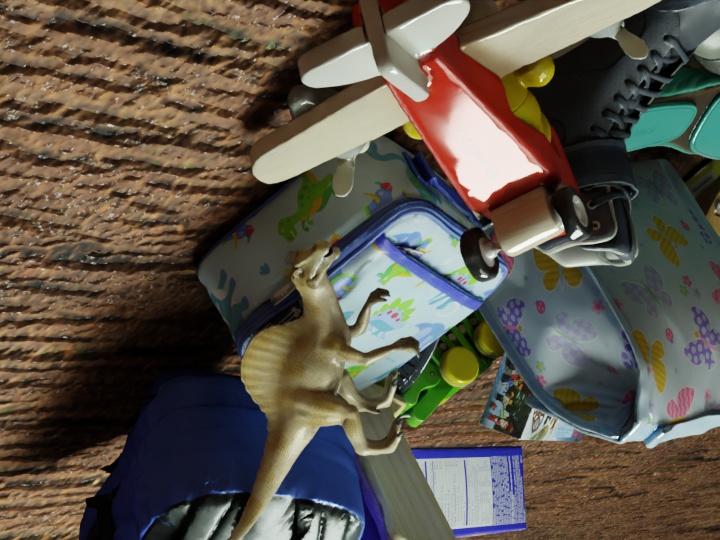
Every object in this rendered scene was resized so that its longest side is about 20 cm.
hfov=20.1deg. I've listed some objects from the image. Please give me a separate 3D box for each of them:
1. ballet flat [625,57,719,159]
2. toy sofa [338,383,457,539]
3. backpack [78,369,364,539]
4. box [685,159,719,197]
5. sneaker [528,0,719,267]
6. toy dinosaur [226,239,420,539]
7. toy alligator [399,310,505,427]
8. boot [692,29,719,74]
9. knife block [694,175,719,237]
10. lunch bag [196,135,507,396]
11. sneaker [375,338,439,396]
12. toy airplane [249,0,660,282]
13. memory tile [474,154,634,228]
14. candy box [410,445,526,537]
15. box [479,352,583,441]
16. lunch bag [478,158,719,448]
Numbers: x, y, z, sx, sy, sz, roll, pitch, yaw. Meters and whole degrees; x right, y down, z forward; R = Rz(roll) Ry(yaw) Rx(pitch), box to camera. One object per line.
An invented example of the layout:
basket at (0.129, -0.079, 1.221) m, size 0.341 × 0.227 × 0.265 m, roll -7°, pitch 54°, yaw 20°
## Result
ballet flat at (0.213, -0.117, 1.370) m, size 0.199 × 0.071 × 0.068 m, roll -3°, pitch 138°, yaw -40°
toy sofa at (0.004, 0.159, 1.377) m, size 0.097 × 0.201 × 0.083 m, roll 27°, pitch 113°, yaw -38°
backpack at (-0.095, 0.146, 1.328) m, size 0.161 × 0.169 × 0.200 m, roll 5°, pitch 145°, yaw -23°
box at (0.317, -0.044, 1.719) m, size 0.075 × 0.050 × 0.200 m, roll -40°, pitch 158°, yaw 17°
sneaker at (0.163, -0.086, 1.210) m, size 0.201 × 0.147 × 0.077 m, roll -28°, pitch 157°, yaw 17°
toy dinosaur at (-0.025, 0.074, 1.212) m, size 0.100 × 0.058 × 0.202 m, roll 11°, pitch 106°, yaw -12°
toy alligator at (0.053, 0.076, 1.556) m, size 0.200 × 0.054 × 0.059 m, roll -37°, pitch 176°, yaw -33°
boot at (0.272, -0.209, 1.281) m, size 0.200 × 0.068 × 0.131 m, roll -39°, pitch 153°, yaw 9°
knife block at (0.262, -0.007, 1.589) m, size 0.176 × 0.063 × 0.201 m, roll -80°, pitch -167°, yaw -66°
lunch bag at (0.000, 0.000, 1.293) m, size 0.160 × 0.083 × 0.200 m, roll -38°, pitch 156°, yaw 9°
sneaker at (-0.004, 0.077, 1.504) m, size 0.200 × 0.066 × 0.079 m, roll -52°, pitch -174°, yaw 31°
toy airplane at (0.050, -0.107, 1.105) m, size 0.198 × 0.142 × 0.200 m, roll 9°, pitch 135°, yaw -7°
memory tile at (0.105, -0.040, 1.462) m, size 0.153 × 0.017 × 0.199 m, roll -46°, pitch 156°, yaw 28°
candy box at (0.018, 0.185, 1.645) m, size 0.168 × 0.078 × 0.199 m, roll -9°, pitch 171°, yaw 31°
box at (0.160, 0.066, 1.625) m, size 0.138 × 0.037 × 0.200 m, roll -70°, pitch 160°, yaw 3°
lunch bag at (0.185, 0.033, 1.430) m, size 0.169 × 0.201 × 0.127 m, roll -10°, pitch 148°, yaw -44°
